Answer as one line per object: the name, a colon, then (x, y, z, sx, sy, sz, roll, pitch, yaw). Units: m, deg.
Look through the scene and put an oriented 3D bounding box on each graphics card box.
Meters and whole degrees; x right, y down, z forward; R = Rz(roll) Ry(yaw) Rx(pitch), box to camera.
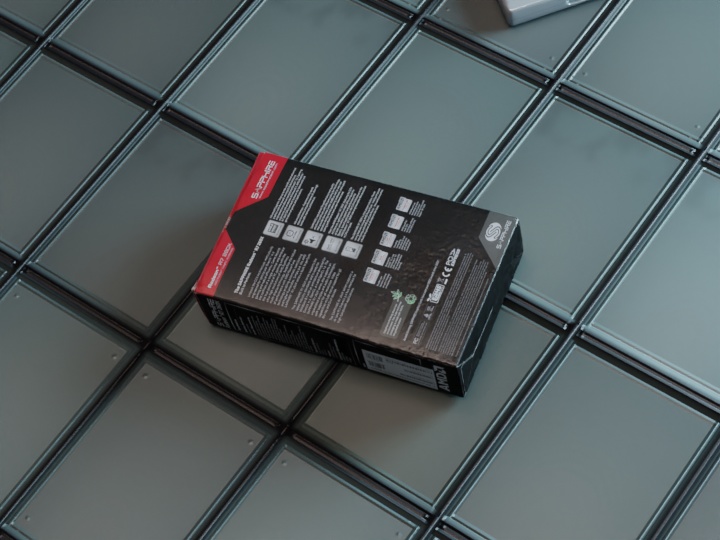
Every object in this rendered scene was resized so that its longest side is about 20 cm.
graphics card box: (0.000, 0.000, 1.275, 0.200, 0.051, 0.126, 14, 62, 19)

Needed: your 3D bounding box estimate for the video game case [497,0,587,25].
video game case: (0.169, -0.296, 1.442, 0.182, 0.022, 0.200, -19, 57, -2)
